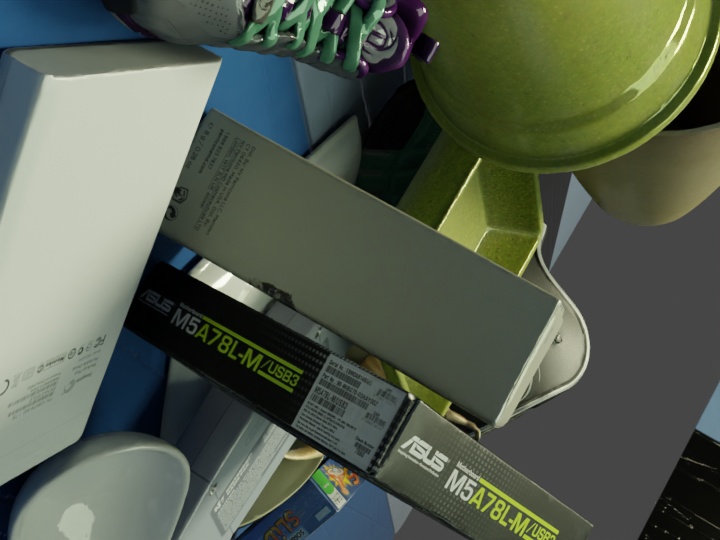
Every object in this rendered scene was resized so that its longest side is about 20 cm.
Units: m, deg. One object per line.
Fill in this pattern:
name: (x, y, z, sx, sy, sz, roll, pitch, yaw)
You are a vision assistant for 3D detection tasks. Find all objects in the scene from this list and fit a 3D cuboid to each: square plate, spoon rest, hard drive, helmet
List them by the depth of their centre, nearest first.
hard drive: (-0.130, 0.002, 0.514, 0.202, 0.027, 0.132, -66, 166, 20)
spoon rest: (-0.141, 0.153, 0.674, 0.098, 0.061, 0.201, -20, 149, -24)
square plate: (-0.061, 0.023, 0.810, 0.200, 0.028, 0.199, -48, 161, -43)
helmet: (0.087, 0.040, 1.052, 0.198, 0.192, 0.200, -26, 170, -5)

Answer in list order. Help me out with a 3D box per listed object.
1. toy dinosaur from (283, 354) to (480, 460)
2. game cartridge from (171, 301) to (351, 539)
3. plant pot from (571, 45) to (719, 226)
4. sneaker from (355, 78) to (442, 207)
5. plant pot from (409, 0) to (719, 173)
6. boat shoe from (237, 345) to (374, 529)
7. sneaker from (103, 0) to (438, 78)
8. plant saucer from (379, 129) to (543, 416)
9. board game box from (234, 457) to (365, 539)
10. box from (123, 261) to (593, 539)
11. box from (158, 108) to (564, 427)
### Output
toy dinosaur: (0.025, 0.112, 0.926, 0.199, 0.102, 0.058, -35, -174, -24)
game cartridge: (-0.069, 0.097, 0.795, 0.201, 0.040, 0.134, -56, 169, -22)
plant pot: (0.205, -0.119, 0.864, 0.188, 0.186, 0.201, -56, 157, -19)
sneaker: (0.020, -0.057, 0.921, 0.088, 0.073, 0.202, -106, -155, -60)
plant pot: (0.095, -0.178, 0.688, 0.202, 0.199, 0.184, -60, 156, -2)
boat shoe: (-0.052, 0.121, 0.938, 0.202, 0.073, 0.063, -52, 167, -29)
sneaker: (-0.024, -0.117, 0.502, 0.075, 0.087, 0.200, -65, 166, 18)
plant saucer: (0.059, -0.007, 0.853, 0.201, 0.047, 0.200, -58, 156, -20)
board game box: (-0.065, 0.211, 1.014, 0.200, 0.035, 0.135, -45, 175, 28)
box: (-0.001, 0.081, 0.643, 0.193, 0.199, 0.048, 36, 82, -46)
box: (0.000, 0.000, 0.615, 0.069, 0.199, 0.082, -60, 167, -1)
